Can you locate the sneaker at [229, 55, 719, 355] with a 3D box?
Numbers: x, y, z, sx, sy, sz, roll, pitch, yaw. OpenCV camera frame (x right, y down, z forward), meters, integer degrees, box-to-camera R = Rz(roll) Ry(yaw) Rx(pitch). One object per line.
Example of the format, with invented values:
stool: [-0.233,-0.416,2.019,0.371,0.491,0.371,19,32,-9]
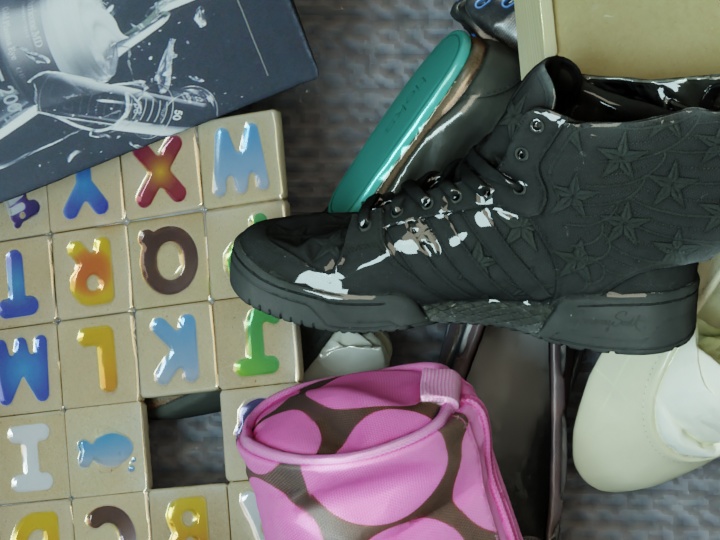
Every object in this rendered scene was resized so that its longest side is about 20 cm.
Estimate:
sneaker: [0.055,-0.030,0.948,0.199,0.060,0.105,6,115,6]

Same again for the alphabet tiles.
alphabet tiles: [-0.112,0.036,1.038,0.199,0.008,0.168,-8,84,24]

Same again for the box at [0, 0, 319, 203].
box: [-0.136,-0.140,0.999,0.181,0.104,0.201,-22,122,0]

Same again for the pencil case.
pencil case: [0.029,0.130,0.963,0.093,0.091,0.201,-15,105,22]

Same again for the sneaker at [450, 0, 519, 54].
sneaker: [0.076,-0.143,1.049,0.111,0.073,0.201,-22,83,0]

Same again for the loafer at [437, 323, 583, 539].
loafer: [0.045,0.084,1.030,0.071,0.063,0.201,9,84,5]

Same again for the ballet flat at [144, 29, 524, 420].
ballet flat: [0.000,0.000,1.035,0.068,0.068,0.200,40,106,-19]

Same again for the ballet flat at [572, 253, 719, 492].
ballet flat: [0.142,0.013,0.983,0.069,0.069,0.201,32,112,7]

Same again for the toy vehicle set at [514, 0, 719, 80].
toy vehicle set: [0.156,-0.081,1.009,0.199,0.027,0.125,-10,105,-16]
